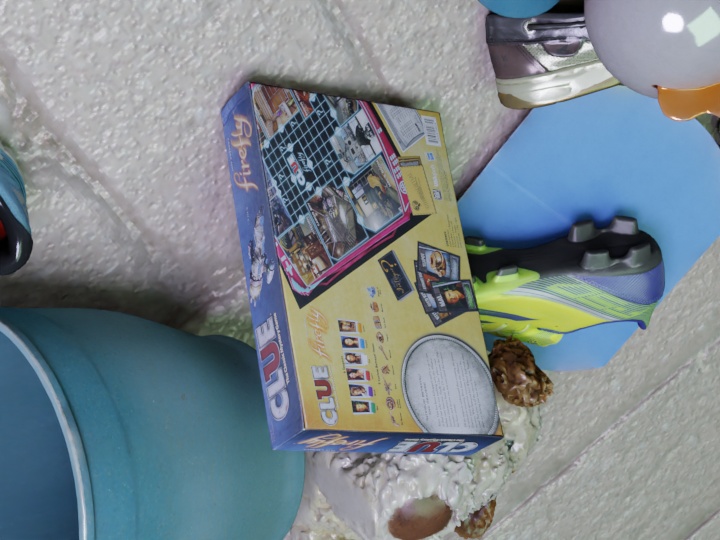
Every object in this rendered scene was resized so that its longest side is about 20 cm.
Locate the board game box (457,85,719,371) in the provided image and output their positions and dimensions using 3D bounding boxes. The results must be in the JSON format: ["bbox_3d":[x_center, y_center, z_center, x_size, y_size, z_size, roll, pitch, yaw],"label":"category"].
[{"bbox_3d":[0.136,-0.033,1.116,0.157,0.039,0.200,32,109,-21],"label":"board game box"}]

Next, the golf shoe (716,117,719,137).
[{"bbox_3d":[0.263,-0.123,1.110,0.077,0.088,0.201,-34,130,-6],"label":"golf shoe"}]

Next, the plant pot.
[{"bbox_3d":[-0.138,0.112,0.953,0.187,0.200,0.202,-5,123,-47],"label":"plant pot"}]

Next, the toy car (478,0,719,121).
[{"bbox_3d":[0.165,-0.165,0.901,0.176,0.201,0.185,-30,165,-12],"label":"toy car"}]

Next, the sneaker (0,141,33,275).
[{"bbox_3d":[-0.234,-0.055,0.839,0.199,0.090,0.079,25,105,-39],"label":"sneaker"}]

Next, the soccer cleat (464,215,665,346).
[{"bbox_3d":[0.092,0.020,1.079,0.198,0.065,0.084,-7,125,-3],"label":"soccer cleat"}]

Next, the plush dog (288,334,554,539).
[{"bbox_3d":[0.036,0.111,1.088,0.170,0.161,0.201,-16,149,-28],"label":"plush dog"}]

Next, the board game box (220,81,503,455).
[{"bbox_3d":[0.000,0.000,0.964,0.134,0.202,0.035,6,154,-35],"label":"board game box"}]

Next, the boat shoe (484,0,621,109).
[{"bbox_3d":[0.168,-0.155,1.019,0.199,0.072,0.066,-20,113,4],"label":"boat shoe"}]
